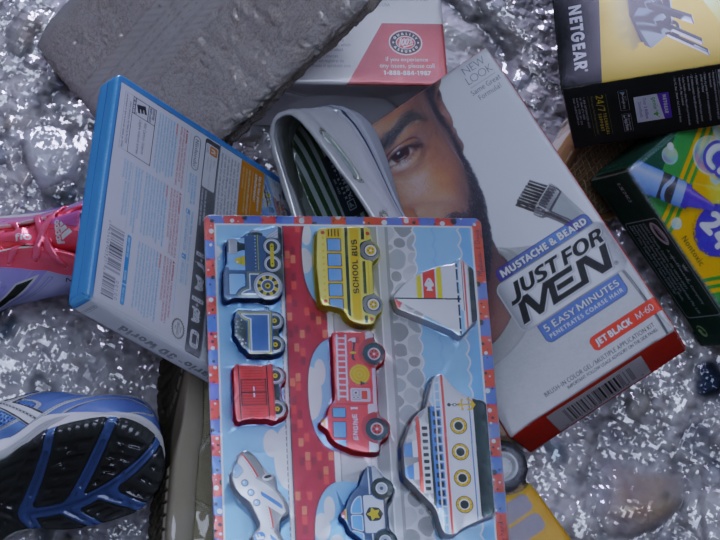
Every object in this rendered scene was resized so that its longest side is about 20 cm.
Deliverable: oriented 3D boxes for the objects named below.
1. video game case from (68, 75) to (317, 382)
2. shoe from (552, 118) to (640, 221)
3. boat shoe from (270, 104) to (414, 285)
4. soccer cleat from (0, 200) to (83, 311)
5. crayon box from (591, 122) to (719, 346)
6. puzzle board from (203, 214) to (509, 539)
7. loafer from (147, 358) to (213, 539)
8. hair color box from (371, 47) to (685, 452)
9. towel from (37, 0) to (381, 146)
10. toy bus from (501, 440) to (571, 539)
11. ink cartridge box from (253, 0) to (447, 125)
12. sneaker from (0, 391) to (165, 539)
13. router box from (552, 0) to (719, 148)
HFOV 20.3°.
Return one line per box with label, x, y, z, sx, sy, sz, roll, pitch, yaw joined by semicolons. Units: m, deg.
video game case;-0.069;0.000;1.088;0.200;0.018;0.144;32;46;-36
shoe;0.176;-0.102;1.233;0.200;0.053;0.070;-45;116;-17
boat shoe;0.000;0.000;1.103;0.067;0.073;0.200;1;56;-55
soccer cleat;-0.187;-0.009;1.123;0.199;0.077;0.067;-9;71;-12
crayon box;0.251;-0.065;1.205;0.200;0.052;0.126;-39;100;-20
puzzle board;-0.003;0.064;1.029;0.150;0.017;0.201;0;69;-9
loafer;-0.075;0.083;1.110;0.068;0.076;0.201;12;65;-15
hair color box;0.084;-0.012;1.146;0.111;0.064;0.200;-34;70;5
towel;-0.090;-0.143;1.146;0.133;0.200;0.034;54;26;13
toy bus;0.093;0.183;1.102;0.078;0.065;0.200;-32;78;-17
ink cartridge box;-0.015;-0.192;1.223;0.116;0.068;0.201;0;71;-9
sneaker;-0.200;0.111;1.087;0.199;0.077;0.076;-8;107;4
router box;0.193;-0.170;1.194;0.157;0.052;0.201;-9;48;9
